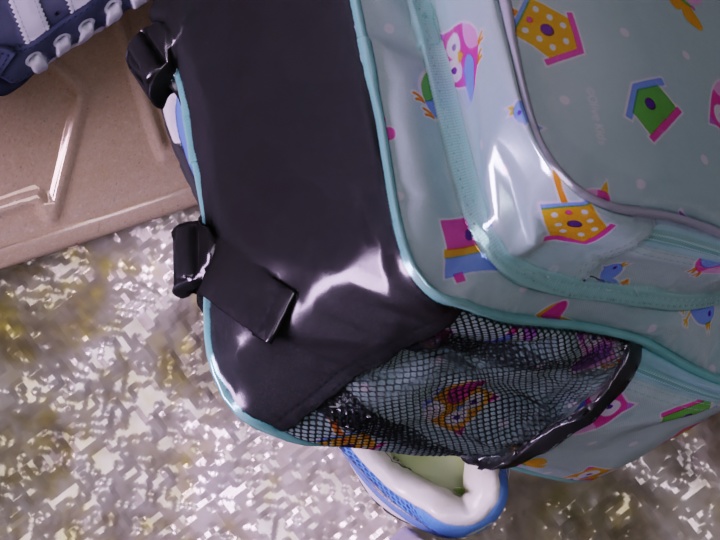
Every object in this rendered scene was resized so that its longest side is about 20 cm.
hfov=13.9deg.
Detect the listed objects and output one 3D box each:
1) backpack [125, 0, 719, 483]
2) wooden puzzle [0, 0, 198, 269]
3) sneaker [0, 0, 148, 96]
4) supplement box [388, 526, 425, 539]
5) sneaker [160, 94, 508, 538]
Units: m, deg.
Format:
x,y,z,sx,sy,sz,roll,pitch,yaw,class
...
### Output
x,y,z,sx,sy,sz,roll,pitch,yaw,class
0.051,-0.031,0.888,0.153,0.200,0.177,-31,56,27,backpack
-0.098,-0.106,0.991,0.199,0.046,0.186,-20,108,-7,wooden puzzle
-0.081,-0.095,0.937,0.108,0.070,0.201,29,93,-16,sneaker
-0.037,0.173,0.964,0.200,0.109,0.061,-42,89,-3,supplement box
0.000,0.000,0.973,0.076,0.077,0.201,-31,101,-1,sneaker
